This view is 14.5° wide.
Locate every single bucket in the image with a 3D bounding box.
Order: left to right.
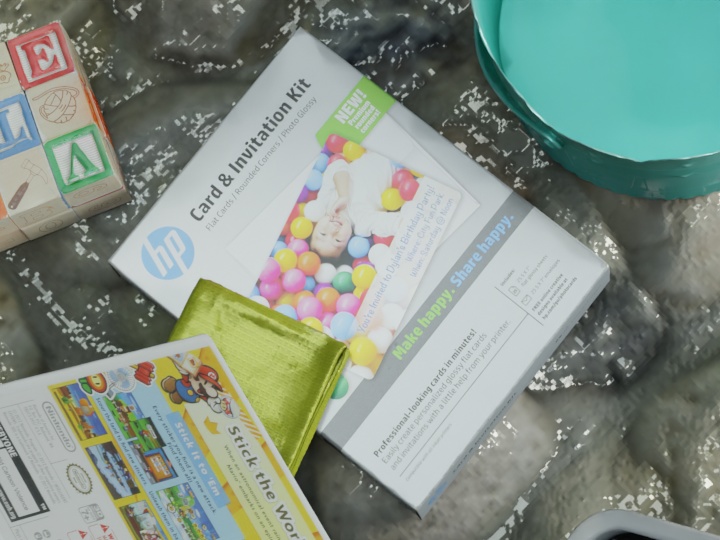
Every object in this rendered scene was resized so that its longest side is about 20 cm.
[{"bbox_3d":[0.149,-0.135,1.378,0.206,0.135,0.209,-1,78,3],"label":"bucket"}]

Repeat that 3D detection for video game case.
[{"bbox_3d":[-0.088,0.130,1.270,0.023,0.181,0.201,-46,68,38],"label":"video game case"}]

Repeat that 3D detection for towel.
[{"bbox_3d":[-0.083,0.108,1.355,0.086,0.018,0.201,25,77,4],"label":"towel"}]

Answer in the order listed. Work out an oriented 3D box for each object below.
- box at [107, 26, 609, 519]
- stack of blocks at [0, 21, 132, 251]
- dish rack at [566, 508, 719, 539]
[{"bbox_3d":[0.000,0.000,1.410,0.200,0.041,0.156,38,83,12],"label":"box"},{"bbox_3d":[-0.220,-0.031,1.422,0.199,0.059,0.116,-22,78,-1],"label":"stack of blocks"},{"bbox_3d":[0.157,0.223,1.315,0.171,0.043,0.201,14,92,32],"label":"dish rack"}]
